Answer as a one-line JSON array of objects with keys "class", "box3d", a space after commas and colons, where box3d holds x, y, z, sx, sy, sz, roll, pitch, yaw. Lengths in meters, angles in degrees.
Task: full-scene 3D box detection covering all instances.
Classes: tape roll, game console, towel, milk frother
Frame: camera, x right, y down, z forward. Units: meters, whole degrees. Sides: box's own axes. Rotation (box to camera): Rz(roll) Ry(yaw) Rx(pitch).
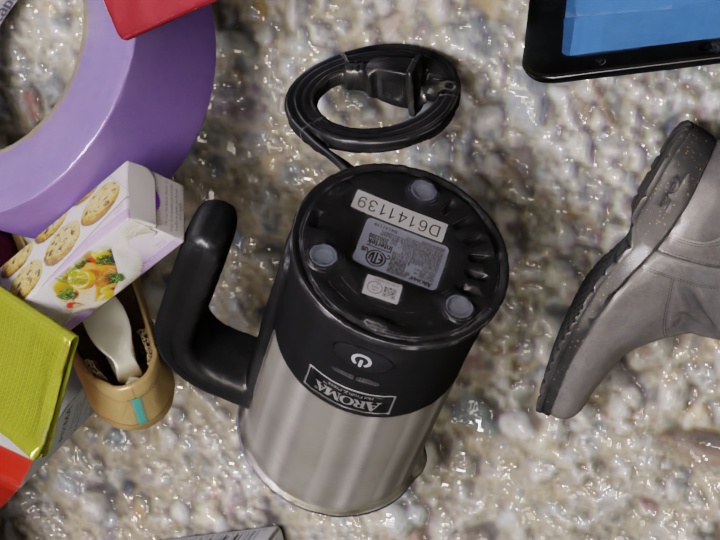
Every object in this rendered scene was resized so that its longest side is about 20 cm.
[{"class": "tape roll", "box3d": [-0.187, -0.121, 1.007, 0.199, 0.085, 0.201, -5, 78, 26]}, {"class": "game console", "box3d": [0.176, -0.201, 0.899, 0.199, 0.116, 0.176, -5, 106, 18]}, {"class": "towel", "box3d": [-0.245, 0.024, 1.004, 0.200, 0.018, 0.086, 31, 121, 22]}, {"class": "milk frother", "box3d": [0.000, 0.000, 1.018, 0.180, 0.200, 0.188, 35, 144, 10]}]

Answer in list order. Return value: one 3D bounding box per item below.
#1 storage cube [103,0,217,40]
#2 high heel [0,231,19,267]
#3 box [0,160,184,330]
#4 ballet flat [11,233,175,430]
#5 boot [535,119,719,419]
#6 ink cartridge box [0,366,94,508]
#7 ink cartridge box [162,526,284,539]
[{"class": "storage cube", "box3d": [-0.044, -0.241, 0.898, 0.179, 0.200, 0.171, -16, 104, 40]}, {"class": "high heel", "box3d": [-0.291, -0.027, 1.106, 0.200, 0.096, 0.067, 30, 113, 6]}, {"class": "box", "box3d": [-0.172, 0.008, 0.993, 0.039, 0.042, 0.200, 24, 138, -35]}, {"class": "ballet flat", "box3d": [-0.161, -0.002, 1.056, 0.068, 0.063, 0.200, -26, 70, -9]}, {"class": "boot", "box3d": [0.191, 0.027, 0.998, 0.131, 0.070, 0.200, 28, 117, 1]}, {"class": "ink cartridge box", "box3d": [-0.254, 0.066, 1.068, 0.160, 0.200, 0.047, 24, 115, 7]}, {"class": "ink cartridge box", "box3d": [-0.122, 0.277, 1.185, 0.196, 0.043, 0.201, -11, 103, 19]}]
